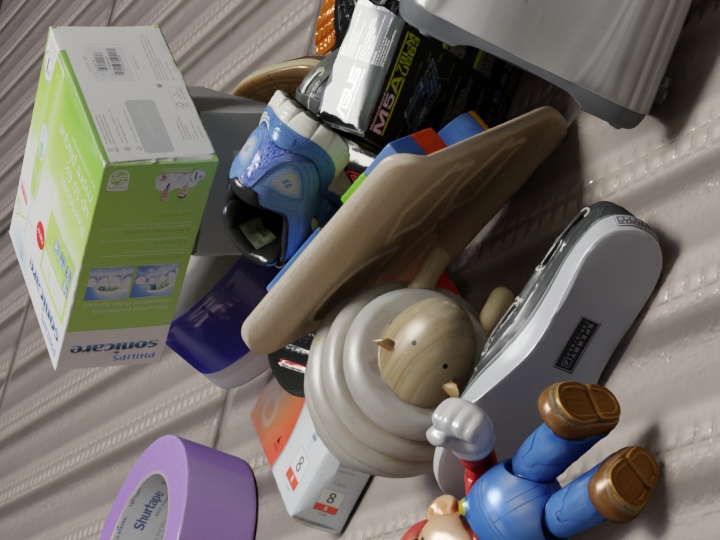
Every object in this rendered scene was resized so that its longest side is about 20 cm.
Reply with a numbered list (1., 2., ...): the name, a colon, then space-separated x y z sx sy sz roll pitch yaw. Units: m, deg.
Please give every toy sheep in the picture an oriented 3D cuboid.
1. toy sheep: 0.027 0.068 1.278 0.200 0.137 0.138 118 165 -64

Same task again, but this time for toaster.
1. toaster: 0.112 -0.182 1.206 0.114 0.199 0.130 -72 8 -77

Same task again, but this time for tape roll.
1. tape roll: -0.158 0.239 1.641 0.200 0.065 0.201 -51 26 38

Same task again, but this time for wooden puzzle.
1. wooden puzzle: 0.024 -0.036 1.296 0.046 0.200 0.185 51 124 15

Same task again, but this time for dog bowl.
1. dog bowl: -0.079 -0.009 1.585 0.200 0.079 0.200 -44 19 19

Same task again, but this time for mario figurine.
1. mario figurine: 0.071 0.151 1.119 0.200 0.106 0.124 -48 31 39

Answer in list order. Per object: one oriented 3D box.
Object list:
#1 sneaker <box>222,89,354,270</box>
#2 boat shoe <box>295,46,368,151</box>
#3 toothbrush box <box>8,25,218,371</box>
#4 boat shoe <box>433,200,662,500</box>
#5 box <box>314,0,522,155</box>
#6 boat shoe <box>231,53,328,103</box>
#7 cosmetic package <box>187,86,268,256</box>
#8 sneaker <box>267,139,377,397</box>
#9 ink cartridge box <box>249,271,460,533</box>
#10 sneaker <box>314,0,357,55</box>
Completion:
1. sneaker: -0.053 -0.044 1.318 0.089 0.078 0.200 -47 -18 -9
2. boat shoe: 0.036 -0.163 1.428 0.067 0.072 0.200 25 51 34
3. toothbrush box: -0.178 -0.051 1.412 0.200 0.086 0.146 109 146 -42
4. boat shoe: 0.108 0.048 1.184 0.200 0.068 0.057 -56 23 14
5. box: 0.060 -0.165 1.350 0.047 0.193 0.201 21 90 30
6. boat shoe: -0.060 -0.135 1.556 0.072 0.072 0.200 -57 14 -28
7. cosmetic package: -0.118 -0.077 1.477 0.200 0.090 0.107 16 107 61
8. sneaker: 0.000 0.000 1.444 0.074 0.087 0.201 23 96 30
9. ink cartridge box: -0.009 0.067 1.464 0.201 0.050 0.162 -66 22 16
10. sneaker: 0.013 -0.210 1.587 0.076 0.092 0.201 -23 73 53
